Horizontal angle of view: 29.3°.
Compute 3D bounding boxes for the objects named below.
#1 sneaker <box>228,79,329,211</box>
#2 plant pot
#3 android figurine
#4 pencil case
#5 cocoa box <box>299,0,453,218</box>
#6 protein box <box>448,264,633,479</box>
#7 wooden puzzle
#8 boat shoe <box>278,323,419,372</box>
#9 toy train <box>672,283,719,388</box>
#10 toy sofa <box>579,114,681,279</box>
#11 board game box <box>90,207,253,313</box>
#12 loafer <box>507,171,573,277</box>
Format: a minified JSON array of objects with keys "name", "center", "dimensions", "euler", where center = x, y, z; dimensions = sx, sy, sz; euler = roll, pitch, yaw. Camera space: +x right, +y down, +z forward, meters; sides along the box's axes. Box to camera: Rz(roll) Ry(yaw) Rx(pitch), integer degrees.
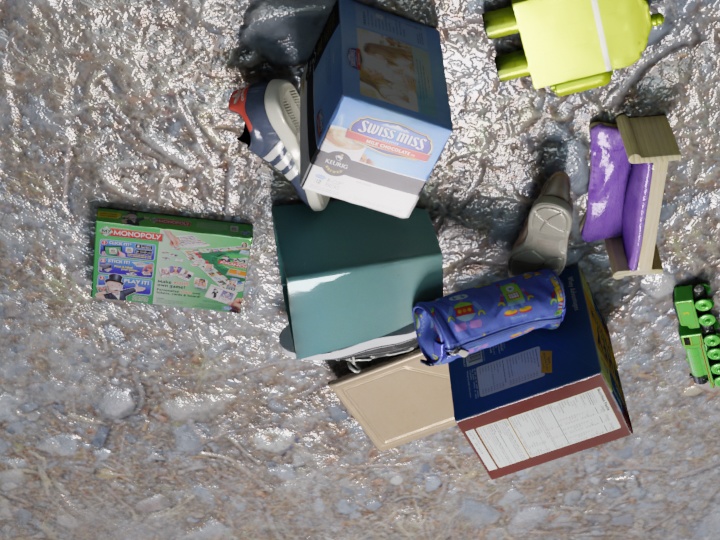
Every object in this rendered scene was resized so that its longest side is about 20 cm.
[{"name":"sneaker","center":[-0.096,-0.149,1.646],"dimensions":[0.084,0.075,0.201],"euler":[-1,138,23]},{"name":"plant pot","center":[0.000,0.000,1.734],"dimensions":[0.198,0.142,0.142],"euler":[-9,133,-5]},{"name":"android figurine","center":[0.242,-0.277,1.557],"dimensions":[0.198,0.041,0.183],"euler":[-15,131,11]},{"name":"pencil case","center":[0.162,0.058,1.721],"dimensions":[0.198,0.087,0.078],"euler":[-15,137,-19]},{"name":"cocoa box","center":[0.013,-0.183,1.523],"dimensions":[0.132,0.201,0.132],"euler":[16,129,-16]},{"name":"protein box","center":[0.230,0.133,1.821],"dimensions":[0.198,0.200,0.135],"euler":[-20,131,15]},{"name":"wooden puzzle","center":[0.073,0.175,1.964],"dimensions":[0.184,0.037,0.200],"euler":[-21,137,16]},{"name":"boat shoe","center":[-0.011,0.095,1.864],"dimensions":[0.197,0.074,0.068],"euler":[-13,140,-12]},{"name":"toy train","center":[0.471,0.094,1.908],"dimensions":[0.056,0.042,0.201],"euler":[-8,133,18]},{"name":"toy sofa","center":[0.330,-0.089,1.704],"dimensions":[0.097,0.083,0.201],"euler":[-3,132,-1]},{"name":"board game box","center":[-0.245,-0.011,1.783],"dimensions":[0.198,0.029,0.135],"euler":[7,131,-8]},{"name":"loafer","center":[0.236,-0.048,1.748],"dimensions":[0.071,0.063,0.201],"euler":[18,150,4]}]
